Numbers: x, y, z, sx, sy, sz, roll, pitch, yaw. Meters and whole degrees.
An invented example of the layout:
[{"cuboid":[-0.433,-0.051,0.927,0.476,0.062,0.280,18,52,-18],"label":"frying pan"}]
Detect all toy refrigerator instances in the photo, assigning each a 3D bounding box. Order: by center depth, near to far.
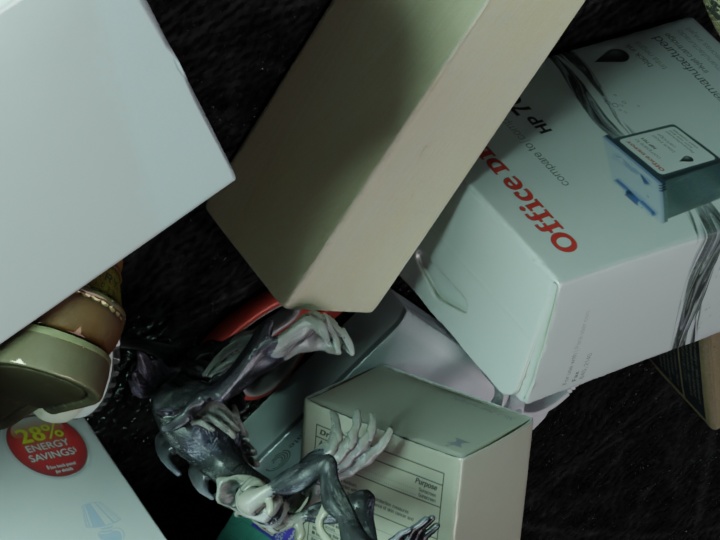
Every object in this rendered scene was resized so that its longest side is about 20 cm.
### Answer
[{"cuboid":[0.018,-0.080,1.086,0.070,0.076,0.200,3,128,-47],"label":"toy refrigerator"}]

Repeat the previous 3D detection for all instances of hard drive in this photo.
[{"cuboid":[0.018,0.091,1.343,0.132,0.027,0.200,-44,147,7],"label":"hard drive"}]

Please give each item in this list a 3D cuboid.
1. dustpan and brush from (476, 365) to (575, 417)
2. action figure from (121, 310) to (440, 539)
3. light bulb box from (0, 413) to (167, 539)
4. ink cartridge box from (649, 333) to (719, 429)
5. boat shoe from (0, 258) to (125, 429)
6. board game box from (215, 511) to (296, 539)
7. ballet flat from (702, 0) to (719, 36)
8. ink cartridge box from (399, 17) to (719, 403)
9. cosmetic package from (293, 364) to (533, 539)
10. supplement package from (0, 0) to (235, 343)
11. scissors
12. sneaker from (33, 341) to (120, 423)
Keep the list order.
[{"cuboid":[0.090,0.050,1.299,0.200,0.057,0.140,-47,148,-9],"label":"dustpan and brush"},{"cuboid":[-0.034,0.081,1.118,0.102,0.200,0.119,-40,148,-8],"label":"action figure"},{"cuboid":[-0.215,0.187,1.129,0.198,0.125,0.200,-11,139,-39],"label":"light bulb box"},{"cuboid":[0.266,-0.017,1.419,0.200,0.075,0.165,-33,149,-10],"label":"ink cartridge box"},{"cuboid":[-0.154,0.021,0.953,0.072,0.200,0.068,27,69,-36],"label":"boat shoe"},{"cuboid":[-0.044,0.216,1.338,0.152,0.045,0.200,-57,150,-4],"label":"board game box"},{"cuboid":[0.186,-0.204,1.124,0.075,0.068,0.200,11,122,-17],"label":"ballet flat"},{"cuboid":[0.124,-0.034,1.183,0.200,0.146,0.086,-17,140,-32],"label":"ink cartridge box"},{"cuboid":[0.022,0.163,1.242,0.073,0.103,0.200,-21,123,-51],"label":"cosmetic package"},{"cuboid":[-0.180,-0.062,0.833,0.200,0.151,0.152,-35,147,-7],"label":"supplement package"},{"cuboid":[0.000,0.000,1.223,0.200,0.014,0.073,-38,146,0],"label":"scissors"},{"cuboid":[-0.151,-0.006,1.028,0.093,0.070,0.200,-3,141,-15],"label":"sneaker"}]
